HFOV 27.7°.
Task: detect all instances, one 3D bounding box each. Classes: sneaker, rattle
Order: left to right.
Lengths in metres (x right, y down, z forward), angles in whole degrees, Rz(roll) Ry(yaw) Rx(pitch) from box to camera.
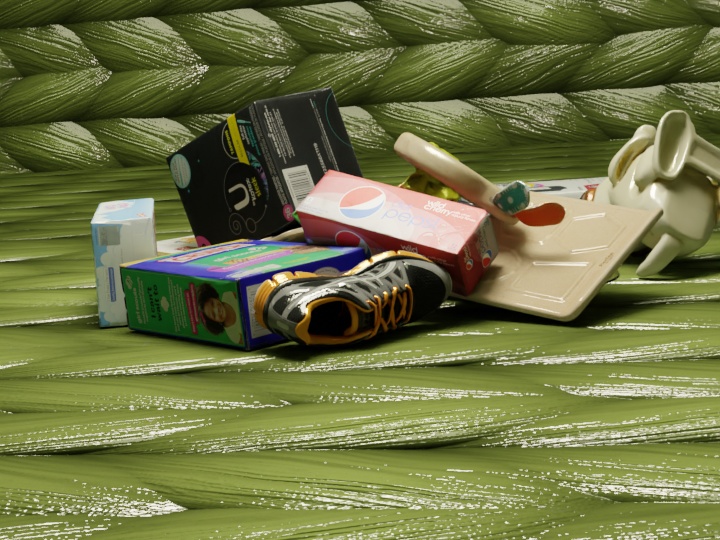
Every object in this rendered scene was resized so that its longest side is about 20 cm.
[{"bbox_3d":[0.002,0.036,1.381,0.200,0.078,0.077,-12,25,-24],"label":"sneaker"},{"bbox_3d":[0.097,-0.051,1.512,0.143,0.130,0.200,-46,55,-9],"label":"rattle"}]

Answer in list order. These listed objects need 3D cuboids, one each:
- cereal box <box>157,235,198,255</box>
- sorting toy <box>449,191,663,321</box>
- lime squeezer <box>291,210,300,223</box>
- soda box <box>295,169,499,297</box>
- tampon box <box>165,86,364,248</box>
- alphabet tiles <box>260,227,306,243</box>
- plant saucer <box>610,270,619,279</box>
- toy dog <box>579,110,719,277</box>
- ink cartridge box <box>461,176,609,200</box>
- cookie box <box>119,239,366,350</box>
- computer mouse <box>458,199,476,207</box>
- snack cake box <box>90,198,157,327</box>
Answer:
[{"bbox_3d":[-0.185,-0.024,1.910,0.200,0.040,0.144,-11,13,-42],"label":"cereal box"},{"bbox_3d":[0.186,-0.014,1.493,0.200,0.037,0.185,8,40,40],"label":"sorting toy"},{"bbox_3d":[0.000,0.000,1.561,0.200,0.038,0.071,32,-6,39],"label":"lime squeezer"},{"bbox_3d":[0.036,-0.040,1.488,0.200,0.063,0.070,16,52,32],"label":"soda box"},{"bbox_3d":[-0.115,-0.111,1.770,0.126,0.150,0.200,-16,-6,-42],"label":"tampon box"},{"bbox_3d":[-0.104,-0.028,1.753,0.200,0.015,0.196,-17,-6,-44],"label":"alphabet tiles"},{"bbox_3d":[0.193,-0.007,1.665,0.200,0.031,0.200,-3,9,1],"label":"plant saucer"},{"bbox_3d":[0.341,-0.073,1.687,0.139,0.194,0.200,17,-11,-18],"label":"toy dog"},{"bbox_3d":[0.229,-0.067,1.859,0.200,0.083,0.146,-3,10,2],"label":"ink cartridge box"},{"bbox_3d":[-0.119,0.019,1.491,0.171,0.075,0.200,-15,13,-42],"label":"cookie box"},{"bbox_3d":[0.130,-0.020,1.596,0.200,0.046,0.140,10,40,35],"label":"computer mouse"},{"bbox_3d":[-0.260,-0.013,1.631,0.067,0.115,0.200,-5,9,-7],"label":"snack cake box"}]
